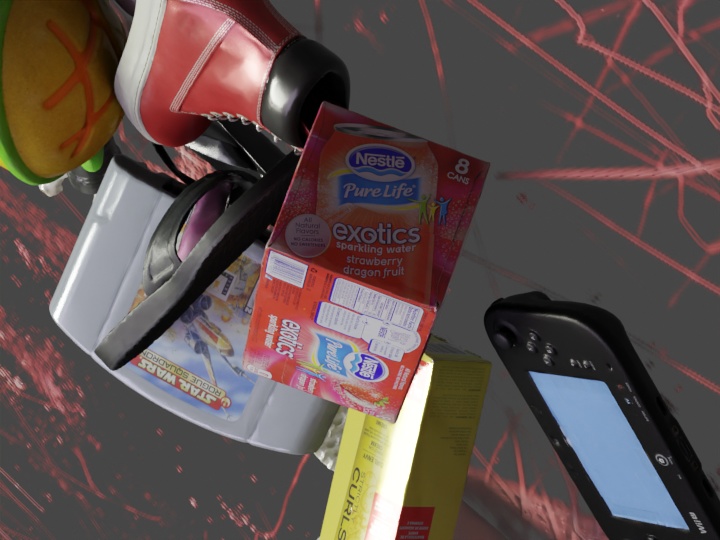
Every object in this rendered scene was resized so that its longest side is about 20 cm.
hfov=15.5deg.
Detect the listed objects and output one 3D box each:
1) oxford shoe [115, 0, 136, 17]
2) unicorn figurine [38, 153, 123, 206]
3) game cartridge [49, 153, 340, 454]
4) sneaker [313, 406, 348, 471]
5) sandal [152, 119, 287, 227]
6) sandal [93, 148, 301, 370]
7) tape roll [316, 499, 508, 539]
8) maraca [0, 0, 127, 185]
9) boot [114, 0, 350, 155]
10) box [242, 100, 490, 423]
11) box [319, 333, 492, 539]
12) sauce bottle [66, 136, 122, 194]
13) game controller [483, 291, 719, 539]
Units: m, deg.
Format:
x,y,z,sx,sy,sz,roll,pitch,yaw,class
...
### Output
x,y,z,sx,sy,sz,roll,pitch,yaw,class
-0.191,-0.213,1.570,0.200,0.072,0.071,47,160,6,oxford shoe
-0.162,-0.026,1.889,0.199,0.074,0.138,24,142,24,unicorn figurine
-0.095,0.029,1.687,0.199,0.134,0.042,28,-164,7,game cartridge
-0.043,0.056,1.783,0.200,0.070,0.100,46,-177,-20,sneaker
-0.085,-0.068,1.658,0.200,0.043,0.076,39,159,27,sandal
-0.106,-0.014,1.610,0.048,0.075,0.200,48,121,5,sandal
0.035,0.257,1.770,0.139,0.203,0.203,39,159,25,tape roll
-0.187,-0.120,1.620,0.106,0.138,0.200,6,-179,15,maraca
-0.067,-0.095,1.532,0.144,0.072,0.200,44,157,11,boot
0.000,0.000,1.475,0.099,0.096,0.200,20,158,2,box
0.021,0.140,1.625,0.075,0.050,0.201,26,107,49,box
-0.198,-0.127,1.766,0.066,0.066,0.200,39,158,28,sauce bottle
0.142,0.094,1.466,0.104,0.042,0.200,17,144,58,game controller
